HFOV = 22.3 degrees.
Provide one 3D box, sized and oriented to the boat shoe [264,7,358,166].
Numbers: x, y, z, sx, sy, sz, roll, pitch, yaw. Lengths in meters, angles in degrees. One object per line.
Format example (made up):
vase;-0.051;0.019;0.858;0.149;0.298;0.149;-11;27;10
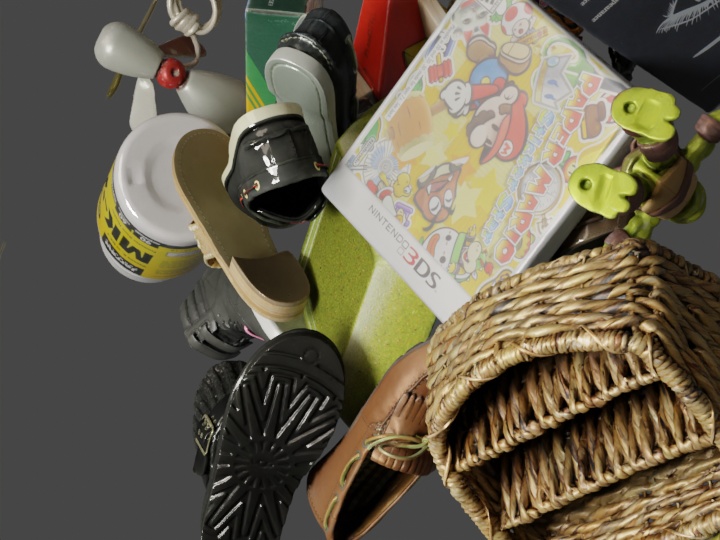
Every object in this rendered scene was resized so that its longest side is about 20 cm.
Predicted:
boat shoe;-0.032;-0.129;1.410;0.061;0.075;0.200;-58;-6;-20

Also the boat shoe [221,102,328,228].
boat shoe;-0.061;-0.062;1.365;0.201;0.073;0.064;101;151;-76

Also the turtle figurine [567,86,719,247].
turtle figurine;0.191;-0.064;1.140;0.200;0.161;0.064;-47;63;9

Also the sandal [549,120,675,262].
sandal;0.160;-0.018;1.223;0.202;0.079;0.057;-66;31;12

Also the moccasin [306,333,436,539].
moccasin;0.030;0.122;1.303;0.201;0.073;0.078;-46;39;26

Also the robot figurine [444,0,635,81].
robot figurine;0.124;-0.128;1.306;0.058;0.143;0.202;69;-150;-77

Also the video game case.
video game case;0.081;-0.079;1.234;0.201;0.023;0.182;-53;53;14

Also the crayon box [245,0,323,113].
crayon box;-0.062;-0.174;1.524;0.201;0.051;0.126;92;-175;-45

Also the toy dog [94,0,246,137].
toy dog;-0.147;-0.161;1.659;0.132;0.200;0.096;-42;13;-13

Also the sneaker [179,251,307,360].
sneaker;-0.094;0.046;1.533;0.100;0.070;0.200;-57;28;13

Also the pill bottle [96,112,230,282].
pill bottle;-0.173;-0.056;1.614;0.200;0.113;0.115;136;150;-70

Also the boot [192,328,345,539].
boot;-0.077;0.106;1.397;0.158;0.079;0.212;-97;30;-62

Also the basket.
basket;0.133;0.090;1.122;0.199;0.142;0.150;-29;47;40

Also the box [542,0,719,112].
box;0.205;-0.219;1.180;0.148;0.199;0.105;-40;40;29

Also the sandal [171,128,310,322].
sandal;-0.107;-0.021;1.477;0.212;0.077;0.070;59;140;38

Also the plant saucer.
plant saucer;0.000;0.000;1.380;0.201;0.047;0.201;-107;28;-46

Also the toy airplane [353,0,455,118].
toy airplane;0.049;-0.208;1.440;0.199;0.140;0.202;-2;99;66
